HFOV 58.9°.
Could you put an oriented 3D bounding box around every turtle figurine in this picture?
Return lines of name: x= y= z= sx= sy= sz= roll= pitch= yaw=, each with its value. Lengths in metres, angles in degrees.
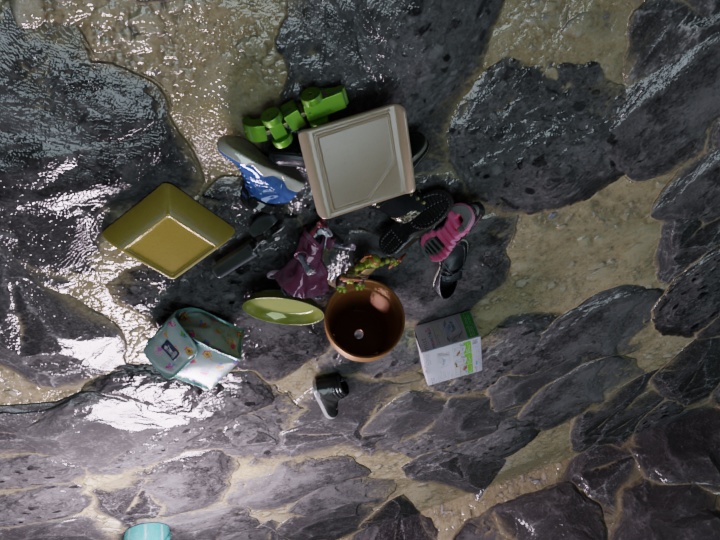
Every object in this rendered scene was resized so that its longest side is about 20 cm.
turtle figurine: x=0.000 y=0.000 z=1.475 sx=0.198 sy=0.065 sz=0.161 roll=-23 pitch=170 yaw=-36

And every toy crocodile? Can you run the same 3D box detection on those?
toy crocodile: x=-0.115 y=-0.279 z=1.137 sx=0.197 sy=0.062 sz=0.068 roll=-24 pitch=141 yaw=3

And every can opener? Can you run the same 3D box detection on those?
can opener: x=-0.244 y=-0.055 z=1.378 sx=0.199 sy=0.053 sz=0.067 roll=-35 pitch=104 yaw=20

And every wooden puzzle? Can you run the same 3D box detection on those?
wooden puzzle: x=-0.003 y=-0.202 z=1.183 sx=0.196 sy=0.037 sz=0.187 roll=-15 pitch=127 yaw=-3

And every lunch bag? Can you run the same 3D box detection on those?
lunch bag: x=-0.407 y=0.187 z=1.554 sx=0.198 sy=0.123 sz=0.170 roll=27 pitch=129 yaw=-30

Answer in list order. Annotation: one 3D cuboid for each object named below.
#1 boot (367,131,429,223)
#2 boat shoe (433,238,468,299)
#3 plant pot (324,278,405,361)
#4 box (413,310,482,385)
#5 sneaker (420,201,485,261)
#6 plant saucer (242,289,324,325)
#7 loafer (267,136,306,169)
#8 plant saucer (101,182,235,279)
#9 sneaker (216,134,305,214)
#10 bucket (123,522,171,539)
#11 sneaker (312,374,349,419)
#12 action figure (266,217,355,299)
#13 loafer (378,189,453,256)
boot: x=0.093 y=-0.185 z=1.311 sx=0.203 sy=0.074 sz=0.152 roll=-40 pitch=140 yaw=27
boat shoe: x=0.226 y=-0.005 z=1.578 sx=0.073 sy=0.063 sz=0.202 roll=-3 pitch=139 yaw=-13
plant pot: x=0.004 y=0.140 z=1.592 sx=0.196 sy=0.204 sz=0.140 roll=-7 pitch=158 yaw=-10
box: x=0.256 y=0.229 z=1.845 sx=0.173 sy=0.098 sz=0.201 roll=-16 pitch=142 yaw=2
sneaker: x=0.216 y=-0.092 z=1.467 sx=0.095 sy=0.080 sz=0.200 roll=-28 pitch=169 yaw=-41
plant saucer: x=-0.184 y=0.086 z=1.530 sx=0.196 sy=0.032 sz=0.201 roll=4 pitch=158 yaw=1
loafer: x=-0.080 y=-0.211 z=1.217 sx=0.197 sy=0.069 sz=0.071 roll=-3 pitch=133 yaw=-21
plant saucer: x=-0.391 y=-0.062 z=1.311 sx=0.198 sy=0.049 sz=0.199 roll=-31 pitch=139 yaw=20
sneaker: x=-0.209 y=-0.171 z=1.214 sx=0.111 sy=0.077 sz=0.198 roll=-46 pitch=140 yaw=20
bucket: x=-0.833 y=1.087 z=2.492 sx=0.203 sy=0.136 sz=0.209 roll=-9 pitch=142 yaw=-7
sneaker: x=-0.073 y=0.388 z=1.947 sx=0.097 sy=0.072 sz=0.202 roll=-14 pitch=138 yaw=7
action figure: x=-0.109 y=-0.038 z=1.422 sx=0.133 sy=0.148 sz=0.203 roll=-15 pitch=130 yaw=-44
loafer: x=0.125 y=-0.110 z=1.424 sx=0.199 sy=0.074 sz=0.071 roll=-36 pitch=171 yaw=23
